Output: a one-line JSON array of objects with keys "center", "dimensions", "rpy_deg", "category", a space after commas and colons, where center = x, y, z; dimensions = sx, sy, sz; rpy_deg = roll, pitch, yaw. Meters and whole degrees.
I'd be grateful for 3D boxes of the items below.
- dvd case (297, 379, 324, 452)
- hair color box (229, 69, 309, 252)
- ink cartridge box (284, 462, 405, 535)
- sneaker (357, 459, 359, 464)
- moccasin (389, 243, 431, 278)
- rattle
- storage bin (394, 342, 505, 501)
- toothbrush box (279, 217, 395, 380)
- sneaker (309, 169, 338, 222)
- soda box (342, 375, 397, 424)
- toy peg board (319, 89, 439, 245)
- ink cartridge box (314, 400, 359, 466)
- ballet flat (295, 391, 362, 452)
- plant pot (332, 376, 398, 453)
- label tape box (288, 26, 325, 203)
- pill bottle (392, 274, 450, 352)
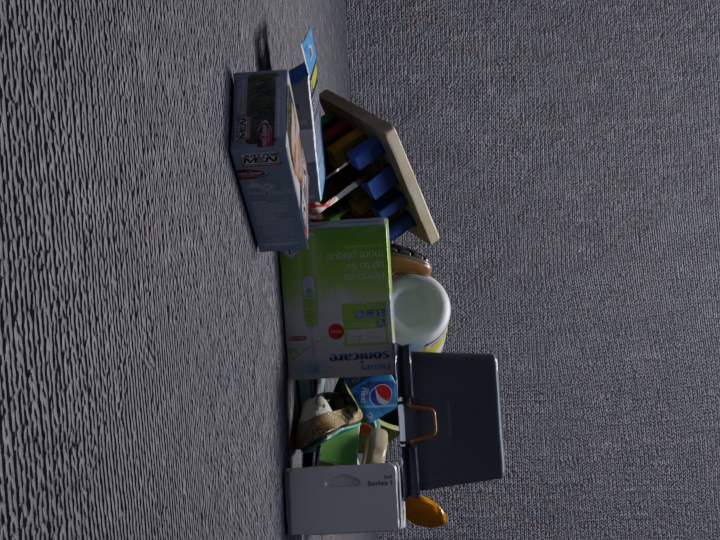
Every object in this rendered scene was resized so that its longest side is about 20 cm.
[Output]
[{"center": [-0.074, 0.156, 1.752], "dimensions": [0.200, 0.022, 0.147], "rpy_deg": [-84, 170, -64], "category": "dvd case"}, {"center": [-0.094, -0.114, 1.260], "dimensions": [0.201, 0.060, 0.100], "rpy_deg": [80, 7, -60], "category": "hair color box"}, {"center": [-0.016, 0.300, 1.520], "dimensions": [0.200, 0.143, 0.085], "rpy_deg": [74, 13, -77], "category": "ink cartridge box"}, {"center": [-0.030, 0.330, 1.928], "dimensions": [0.099, 0.077, 0.202], "rpy_deg": [91, -3, -82], "category": "sneaker"}, {"center": [0.000, 0.000, 1.629], "dimensions": [0.074, 0.199, 0.079], "rpy_deg": [-142, -128, -75], "category": "moccasin"}, {"center": [0.058, 0.287, 1.743], "dimensions": [0.200, 0.141, 0.132], "rpy_deg": [-71, 158, -74], "category": "rattle"}, {"center": [0.115, 0.189, 1.503], "dimensions": [0.146, 0.133, 0.202], "rpy_deg": [53, 33, -84], "category": "storage bin"}, {"center": [-0.029, 0.037, 1.559], "dimensions": [0.086, 0.144, 0.202], "rpy_deg": [-75, 162, -80], "category": "toothbrush box"}, {"center": [-0.063, -0.117, 1.831], "dimensions": [0.201, 0.066, 0.109], "rpy_deg": [-89, 174, -86], "category": "sneaker"}, {"center": [0.000, 0.141, 1.716], "dimensions": [0.068, 0.064, 0.200], "rpy_deg": [62, -4, -25], "category": "soda box"}, {"center": [-0.006, -0.127, 1.664], "dimensions": [0.199, 0.097, 0.201], "rpy_deg": [38, -21, 53], "category": "toy peg board"}, {"center": [-0.036, 0.263, 1.770], "dimensions": [0.201, 0.059, 0.105], "rpy_deg": [-85, -175, -56], "category": "ink cartridge box"}, {"center": [-0.053, 0.206, 1.632], "dimensions": [0.066, 0.070, 0.200], "rpy_deg": [67, 13, 5], "category": "ballet flat"}, {"center": [0.026, 0.225, 2.012], "dimensions": [0.190, 0.198, 0.202], "rpy_deg": [126, -30, -50], "category": "plant pot"}, {"center": [-0.086, -0.203, 1.514], "dimensions": [0.143, 0.065, 0.202], "rpy_deg": [-88, 172, -69], "category": "label tape box"}, {"center": [0.073, 0.086, 1.738], "dimensions": [0.200, 0.111, 0.113], "rpy_deg": [92, -4, -69], "category": "pill bottle"}]
